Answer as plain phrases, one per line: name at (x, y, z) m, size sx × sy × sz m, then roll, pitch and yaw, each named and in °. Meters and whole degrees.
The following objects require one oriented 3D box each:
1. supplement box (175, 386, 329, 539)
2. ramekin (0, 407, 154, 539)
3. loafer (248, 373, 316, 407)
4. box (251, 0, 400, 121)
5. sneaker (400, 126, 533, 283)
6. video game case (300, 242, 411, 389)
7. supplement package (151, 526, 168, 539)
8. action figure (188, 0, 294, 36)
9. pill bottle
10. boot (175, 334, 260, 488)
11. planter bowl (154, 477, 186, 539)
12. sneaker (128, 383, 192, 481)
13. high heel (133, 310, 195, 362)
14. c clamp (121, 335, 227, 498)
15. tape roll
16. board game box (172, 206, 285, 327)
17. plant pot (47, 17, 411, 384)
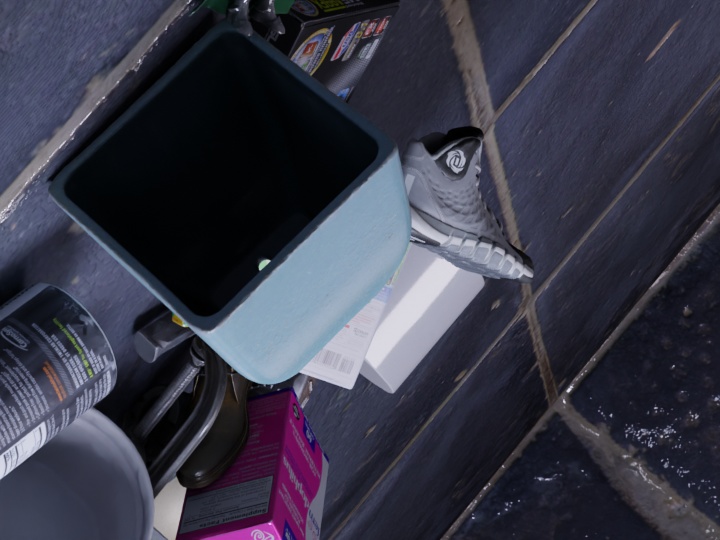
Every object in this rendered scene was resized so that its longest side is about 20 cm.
supplement box at (-0.100, 0.217, 1.741) m, size 0.200 × 0.103 × 0.101 m, roll -82°, pitch 152°, yaw -55°
ramekin at (-0.274, 0.207, 1.493) m, size 0.200 × 0.200 × 0.105 m, roll -39°, pitch 169°, yaw -36°
loafer at (-0.078, 0.124, 2.026) m, size 0.200 × 0.073 × 0.071 m, roll -58°, pitch 163°, yaw 22°
box at (-0.062, -0.147, 1.553) m, size 0.160 × 0.044 × 0.200 m, roll -25°, pitch 149°, yaw -57°
sneaker at (0.101, -0.063, 1.624) m, size 0.200 × 0.075 × 0.116 m, roll 24°, pitch 81°, yaw -48°
video game case at (-0.027, -0.009, 1.608) m, size 0.143 × 0.018 × 0.201 m, roll 21°, pitch 93°, yaw -34°
supplement package at (-0.261, 0.269, 1.630) m, size 0.152 × 0.200 × 0.151 m, roll -46°, pitch 163°, yaw -19°
action figure at (-0.044, -0.267, 1.346) m, size 0.118 × 0.055 × 0.201 m, roll -19°, pitch 140°, yaw -56°
pill bottle at (-0.287, 0.103, 1.384) m, size 0.200 × 0.106 × 0.106 m, roll -39°, pitch 160°, yaw -34°
boot at (-0.143, 0.105, 1.739) m, size 0.200 × 0.074 × 0.097 m, roll -73°, pitch 154°, yaw -46°
planter bowl at (-0.164, 0.241, 1.945) m, size 0.200 × 0.135 × 0.200 m, roll -45°, pitch 162°, yaw -20°
sneaker at (-0.213, 0.205, 1.822) m, size 0.200 × 0.075 × 0.079 m, roll -55°, pitch 153°, yaw 10°
high heel at (-0.120, -0.007, 1.647) m, size 0.142 × 0.071 × 0.200 m, roll -35°, pitch 168°, yaw -40°
c clamp at (-0.177, 0.131, 1.674) m, size 0.200 × 0.027 × 0.171 m, roll -47°, pitch -154°, yaw 31°
tape roll at (0.000, 0.000, 1.753) m, size 0.139 × 0.203 × 0.203 m, roll -48°, pitch 163°, yaw -7°
board game box at (-0.064, -0.011, 1.558) m, size 0.199 × 0.030 × 0.096 m, roll -8°, pitch 108°, yaw -33°
plant pot at (-0.078, -0.027, 1.411) m, size 0.196 × 0.196 × 0.200 m, roll -44°, pitch 149°, yaw -10°
